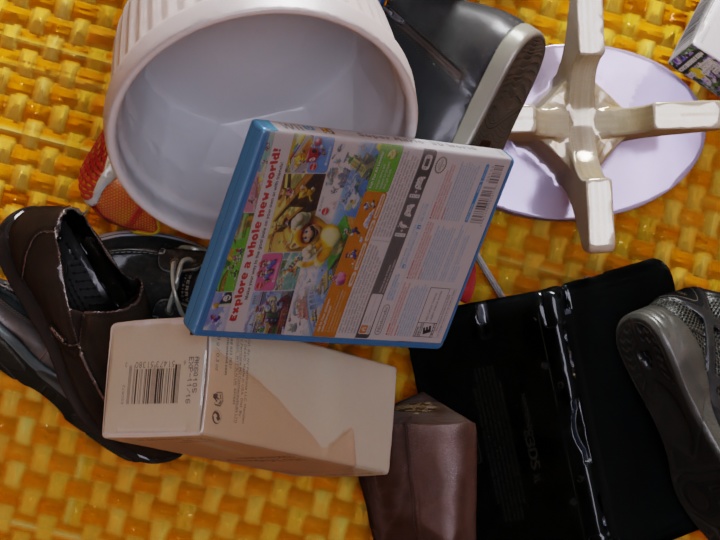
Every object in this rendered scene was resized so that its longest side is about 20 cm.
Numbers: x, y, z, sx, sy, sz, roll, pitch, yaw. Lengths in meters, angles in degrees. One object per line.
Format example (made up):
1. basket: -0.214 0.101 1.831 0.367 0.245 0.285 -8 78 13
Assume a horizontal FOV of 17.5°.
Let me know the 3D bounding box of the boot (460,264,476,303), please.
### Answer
1. boot: 0.000 0.000 1.594 0.144 0.073 0.200 34 46 5

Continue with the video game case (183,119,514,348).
1. video game case: -0.006 -0.020 1.481 0.199 0.018 0.144 4 116 -37

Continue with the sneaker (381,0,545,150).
1. sneaker: 0.035 -0.092 1.565 0.106 0.075 0.201 31 95 24

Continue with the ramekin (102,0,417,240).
1. ramekin: -0.068 -0.123 1.492 0.199 0.201 0.105 -2 45 -8

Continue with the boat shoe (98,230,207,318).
1. boat shoe: -0.115 0.010 1.627 0.199 0.071 0.073 5 87 -7

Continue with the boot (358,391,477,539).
1. boot: 0.084 0.184 1.626 0.185 0.064 0.201 -4 90 17

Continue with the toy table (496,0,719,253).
1. toy table: 0.157 -0.104 1.649 0.199 0.117 0.185 -14 90 -7

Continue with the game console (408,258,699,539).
1. game console: 0.146 0.109 1.683 0.175 0.116 0.201 -11 93 22

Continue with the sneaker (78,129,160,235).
1. sneaker: -0.123 -0.117 1.641 0.077 0.073 0.201 35 82 -26

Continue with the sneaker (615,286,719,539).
1. sneaker: 0.265 0.101 1.663 0.114 0.076 0.200 -27 97 -32

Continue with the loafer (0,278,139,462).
1. loafer: -0.215 0.052 1.622 0.200 0.072 0.063 40 66 -12

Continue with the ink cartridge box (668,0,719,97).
1. ink cartridge box: 0.335 -0.146 1.698 0.199 0.050 0.109 32 69 -7

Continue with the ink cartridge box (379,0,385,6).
1. ink cartridge box: -0.052 -0.277 1.581 0.144 0.147 0.201 3 65 -9

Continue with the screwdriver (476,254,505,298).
1. screwdriver: 0.082 -0.022 1.682 0.029 0.028 0.200 -37 97 -6

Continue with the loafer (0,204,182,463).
1. loafer: -0.171 0.042 1.566 0.073 0.071 0.200 -42 101 -38

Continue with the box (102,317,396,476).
1. box: -0.071 0.087 1.562 0.199 0.095 0.078 17 73 -49
